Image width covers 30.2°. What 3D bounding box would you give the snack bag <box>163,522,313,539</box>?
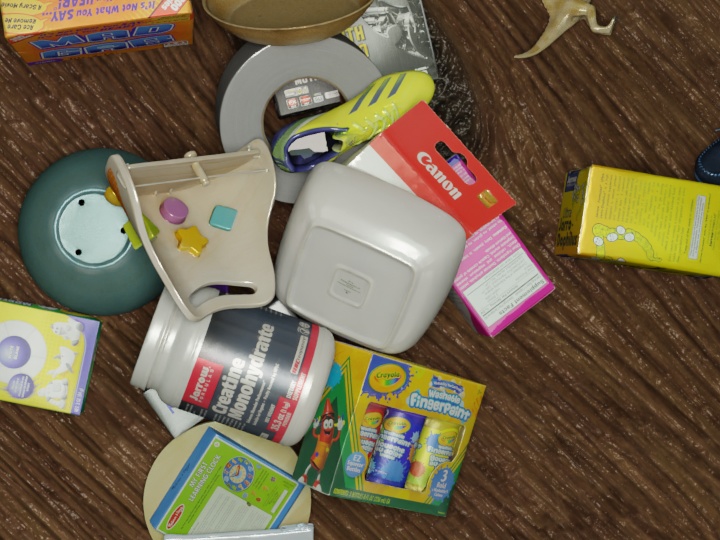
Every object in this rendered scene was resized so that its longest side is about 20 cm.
[{"bbox_3d":[-0.145,0.398,1.590,0.188,0.021,0.200,-3,101,-5],"label":"snack bag"}]

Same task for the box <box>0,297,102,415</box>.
[{"bbox_3d":[-0.413,0.093,1.563,0.200,0.048,0.117,11,88,-5],"label":"box"}]

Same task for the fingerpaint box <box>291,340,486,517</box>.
[{"bbox_3d":[0.037,0.186,1.550,0.200,0.073,0.167,20,86,-42],"label":"fingerpaint box"}]

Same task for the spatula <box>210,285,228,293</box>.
[{"bbox_3d":[-0.178,-0.028,1.600,0.056,0.021,0.200,1,85,18],"label":"spatula"}]

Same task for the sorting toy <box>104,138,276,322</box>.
[{"bbox_3d":[-0.172,-0.035,1.435,0.200,0.107,0.180,-12,71,-43],"label":"sorting toy"}]

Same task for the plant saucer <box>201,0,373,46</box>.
[{"bbox_3d":[-0.076,-0.298,1.500,0.200,0.200,0.035,-9,124,-6],"label":"plant saucer"}]

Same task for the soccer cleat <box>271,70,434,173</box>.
[{"bbox_3d":[-0.004,-0.160,1.484,0.200,0.084,0.065,-24,115,-1],"label":"soccer cleat"}]

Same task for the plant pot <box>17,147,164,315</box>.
[{"bbox_3d":[-0.299,-0.047,1.531,0.200,0.135,0.200,0,90,-7],"label":"plant pot"}]

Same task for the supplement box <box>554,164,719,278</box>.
[{"bbox_3d":[0.351,-0.056,1.618,0.200,0.109,0.110,9,89,-6],"label":"supplement box"}]

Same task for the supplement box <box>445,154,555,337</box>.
[{"bbox_3d":[0.127,-0.028,1.596,0.103,0.101,0.200,-36,94,-5],"label":"supplement box"}]

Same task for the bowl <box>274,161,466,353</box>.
[{"bbox_3d":[0.000,0.000,1.485,0.200,0.075,0.200,25,128,3],"label":"bowl"}]

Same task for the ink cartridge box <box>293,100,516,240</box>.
[{"bbox_3d":[0.047,-0.071,1.491,0.161,0.050,0.200,46,128,-11],"label":"ink cartridge box"}]

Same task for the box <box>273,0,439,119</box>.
[{"bbox_3d":[-0.021,-0.281,1.605,0.200,0.048,0.159,-13,92,-6],"label":"box"}]

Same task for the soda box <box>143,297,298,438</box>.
[{"bbox_3d":[-0.157,0.113,1.582,0.200,0.063,0.068,-34,94,-5],"label":"soda box"}]

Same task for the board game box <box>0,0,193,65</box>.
[{"bbox_3d":[-0.301,-0.355,1.498,0.200,0.200,0.200,-9,91,-7],"label":"board game box"}]

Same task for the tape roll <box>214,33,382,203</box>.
[{"bbox_3d":[-0.067,-0.181,1.544,0.200,0.066,0.201,-5,113,-11],"label":"tape roll"}]

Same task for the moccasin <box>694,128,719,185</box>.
[{"bbox_3d":[0.497,-0.174,1.647,0.200,0.068,0.080,-32,63,-12],"label":"moccasin"}]

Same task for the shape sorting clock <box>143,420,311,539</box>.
[{"bbox_3d":[-0.159,0.275,1.594,0.200,0.039,0.200,-1,101,-7],"label":"shape sorting clock"}]

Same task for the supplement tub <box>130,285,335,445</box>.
[{"bbox_3d":[-0.140,0.101,1.481,0.200,0.140,0.141,20,88,-7],"label":"supplement tub"}]

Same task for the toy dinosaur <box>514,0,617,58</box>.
[{"bbox_3d":[0.266,-0.322,1.644,0.101,0.058,0.200,25,79,9],"label":"toy dinosaur"}]
